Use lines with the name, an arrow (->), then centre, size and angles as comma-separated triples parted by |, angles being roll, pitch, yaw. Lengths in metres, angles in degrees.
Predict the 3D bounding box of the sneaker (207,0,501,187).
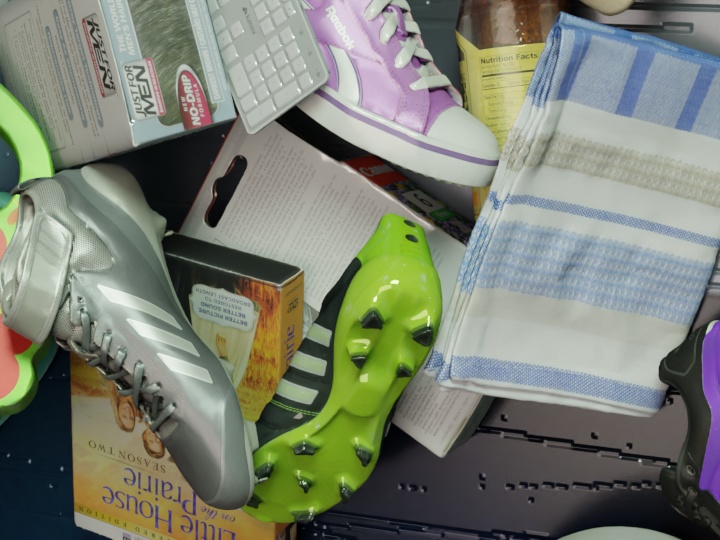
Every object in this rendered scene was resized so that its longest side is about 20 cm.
sneaker -> 0.004, -0.132, 0.933 | 0.200, 0.073, 0.115 | 36, 107, 13

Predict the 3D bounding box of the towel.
towel -> 0.126, -0.021, 0.935 | 0.146, 0.024, 0.202 | 11, 108, -25

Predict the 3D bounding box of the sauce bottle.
sauce bottle -> 0.083, -0.112, 0.968 | 0.065, 0.066, 0.202 | -5, 90, 22

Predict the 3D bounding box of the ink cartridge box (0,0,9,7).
ink cartridge box -> -0.245, -0.241, 1.035 | 0.085, 0.146, 0.201 | 27, 106, 18

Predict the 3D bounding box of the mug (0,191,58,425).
mug -> -0.259, 0.031, 1.086 | 0.185, 0.152, 0.114 | -43, 77, -13

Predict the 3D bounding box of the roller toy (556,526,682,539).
roller toy -> 0.125, 0.236, 0.958 | 0.198, 0.140, 0.184 | -7, 94, 23

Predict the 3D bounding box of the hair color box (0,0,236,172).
hair color box -> -0.139, -0.112, 0.994 | 0.200, 0.060, 0.100 | -4, 102, 65

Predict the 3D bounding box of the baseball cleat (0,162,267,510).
baseball cleat -> -0.128, 0.042, 0.956 | 0.070, 0.106, 0.201 | -47, 63, 51

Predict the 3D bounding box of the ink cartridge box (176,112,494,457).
ink cartridge box -> 0.000, 0.000, 1.024 | 0.199, 0.050, 0.110 | 35, 110, 15

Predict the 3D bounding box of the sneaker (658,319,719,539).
sneaker -> 0.211, 0.120, 0.952 | 0.099, 0.069, 0.202 | -20, 88, 31

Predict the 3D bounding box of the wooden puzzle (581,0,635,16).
wooden puzzle -> 0.118, -0.256, 0.929 | 0.185, 0.037, 0.201 | 38, 93, 13

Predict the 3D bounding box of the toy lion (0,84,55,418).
toy lion -> -0.238, -0.006, 0.991 | 0.191, 0.069, 0.200 | 40, 76, 6

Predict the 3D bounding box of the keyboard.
keyboard -> -0.071, -0.169, 0.934 | 0.056, 0.011, 0.201 | -30, 72, 25

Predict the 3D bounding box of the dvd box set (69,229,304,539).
dvd box set -> -0.102, 0.077, 1.055 | 0.145, 0.029, 0.202 | 16, 118, 24

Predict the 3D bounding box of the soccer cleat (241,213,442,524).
soccer cleat -> -0.010, 0.058, 0.972 | 0.067, 0.081, 0.201 | 20, 128, -15
